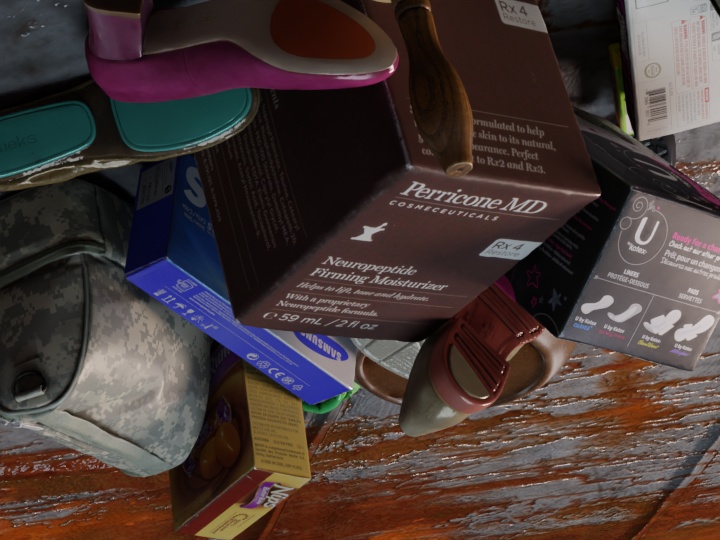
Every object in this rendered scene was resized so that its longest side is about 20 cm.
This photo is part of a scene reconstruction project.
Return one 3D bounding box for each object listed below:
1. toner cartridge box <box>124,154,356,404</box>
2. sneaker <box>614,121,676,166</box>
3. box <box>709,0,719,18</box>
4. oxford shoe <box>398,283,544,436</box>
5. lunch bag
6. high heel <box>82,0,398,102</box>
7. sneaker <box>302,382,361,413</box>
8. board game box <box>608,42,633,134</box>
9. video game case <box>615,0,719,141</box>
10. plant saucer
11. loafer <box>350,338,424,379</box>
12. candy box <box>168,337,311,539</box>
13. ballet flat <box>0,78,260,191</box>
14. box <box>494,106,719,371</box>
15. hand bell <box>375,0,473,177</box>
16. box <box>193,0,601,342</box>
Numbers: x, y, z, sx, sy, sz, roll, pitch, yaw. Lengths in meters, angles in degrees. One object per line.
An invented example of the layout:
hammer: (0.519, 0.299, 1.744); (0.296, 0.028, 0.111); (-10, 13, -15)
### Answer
toner cartridge box: (-0.080, 0.007, 1.483); (0.043, 0.096, 0.200); (-21, 138, 34)
sneaker: (0.197, -0.051, 1.627); (0.071, 0.083, 0.201); (17, 130, 3)
box: (0.332, -0.188, 1.302); (0.176, 0.097, 0.199); (-38, 140, 22)
oxford shoe: (0.075, 0.046, 1.472); (0.075, 0.071, 0.200); (-39, -175, 35)
lunch bag: (-0.196, 0.050, 1.486); (0.139, 0.169, 0.200); (-23, 152, 17)
high heel: (-0.072, -0.127, 1.269); (0.198, 0.068, 0.096); (15, 148, 12)
sneaker: (-0.029, 0.084, 1.740); (0.199, 0.084, 0.074); (12, 143, -45)
board game box: (0.278, -0.156, 1.494); (0.198, 0.030, 0.096); (-14, 152, 4)
video game case: (0.261, -0.180, 1.395); (0.180, 0.036, 0.201); (-16, 144, 2)
plant saucer: (0.071, 0.063, 1.621); (0.198, 0.032, 0.201); (-1, 151, 0)
loafer: (0.000, 0.000, 1.501); (0.072, 0.063, 0.200); (-36, 119, 24)
candy box: (-0.100, 0.086, 1.570); (0.056, 0.201, 0.117); (14, 142, -32)
ballet flat: (-0.159, -0.093, 1.356); (0.198, 0.068, 0.072); (-17, 174, 4)
box: (0.155, -0.036, 1.431); (0.131, 0.200, 0.115); (14, 109, -35)
hand bell: (0.033, -0.142, 1.192); (0.103, 0.201, 0.104); (-13, 154, -6)
box: (0.016, -0.075, 1.356); (0.165, 0.165, 0.200); (7, 147, -37)
